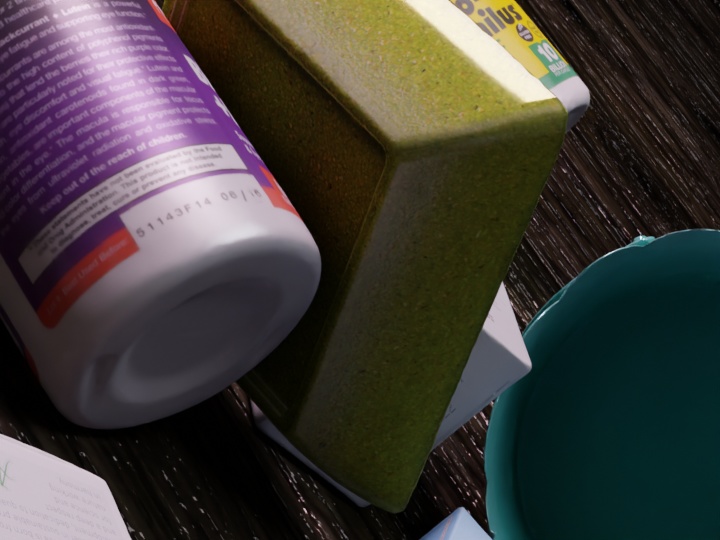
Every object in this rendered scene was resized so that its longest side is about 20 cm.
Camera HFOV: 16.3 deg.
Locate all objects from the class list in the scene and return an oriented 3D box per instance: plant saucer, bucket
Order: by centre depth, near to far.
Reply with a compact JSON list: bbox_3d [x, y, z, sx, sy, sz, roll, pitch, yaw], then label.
[{"bbox_3d":[-0.030,-0.035,0.968,0.048,0.200,0.200,-12,46,-39],"label":"plant saucer"},{"bbox_3d":[0.151,0.087,1.115,0.207,0.207,0.135,50,1,7],"label":"bucket"}]

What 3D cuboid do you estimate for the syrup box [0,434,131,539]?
[{"bbox_3d":[-0.084,0.139,0.631,0.081,0.079,0.200,30,25,-48],"label":"syrup box"}]

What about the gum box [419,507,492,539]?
[{"bbox_3d":[0.080,0.201,0.965,0.200,0.045,0.170,48,16,-3],"label":"gum box"}]

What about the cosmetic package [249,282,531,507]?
[{"bbox_3d":[0.000,0.000,1.117,0.071,0.101,0.200,40,19,-29],"label":"cosmetic package"}]

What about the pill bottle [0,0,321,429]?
[{"bbox_3d":[-0.109,-0.050,0.932,0.200,0.111,0.111,56,18,23],"label":"pill bottle"}]

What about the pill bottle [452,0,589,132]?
[{"bbox_3d":[0.035,-0.144,1.505,0.200,0.113,0.113,51,17,7],"label":"pill bottle"}]
